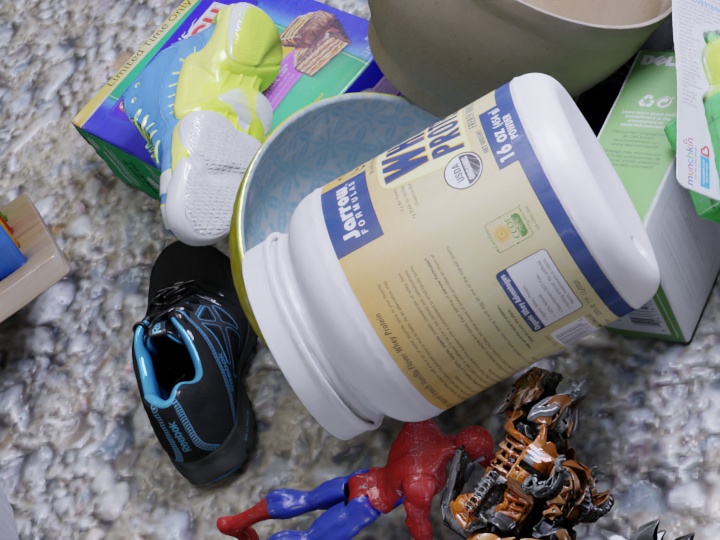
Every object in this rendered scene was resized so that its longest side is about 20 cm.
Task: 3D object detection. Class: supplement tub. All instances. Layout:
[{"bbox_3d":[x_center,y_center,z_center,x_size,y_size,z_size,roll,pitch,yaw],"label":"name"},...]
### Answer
[{"bbox_3d":[0.049,-0.004,1.259,0.200,0.144,0.145,-29,43,12],"label":"supplement tub"}]

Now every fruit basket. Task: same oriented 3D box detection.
[{"bbox_3d":[0.249,-0.110,1.342,0.094,0.185,0.200,-39,44,44],"label":"fruit basket"}]

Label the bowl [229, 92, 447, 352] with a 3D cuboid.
[{"bbox_3d":[0.000,0.000,1.425,0.200,0.200,0.108,-63,10,-29],"label":"bowl"}]

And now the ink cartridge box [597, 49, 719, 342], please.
[{"bbox_3d":[0.195,-0.067,1.393,0.059,0.104,0.200,7,56,33],"label":"ink cartridge box"}]

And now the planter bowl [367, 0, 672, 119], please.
[{"bbox_3d":[0.084,-0.175,1.418,0.200,0.200,0.135,-93,26,-43],"label":"planter bowl"}]

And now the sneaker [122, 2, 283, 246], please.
[{"bbox_3d":[-0.114,-0.087,1.517,0.105,0.076,0.200,-18,40,35],"label":"sneaker"}]

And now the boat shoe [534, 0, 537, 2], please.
[{"bbox_3d":[0.110,-0.151,1.542,0.200,0.064,0.071,-48,31,13],"label":"boat shoe"}]

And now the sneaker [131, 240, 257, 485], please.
[{"bbox_3d":[-0.111,0.041,1.487,0.073,0.082,0.200,-24,43,11],"label":"sneaker"}]

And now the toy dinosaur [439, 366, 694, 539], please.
[{"bbox_3d":[0.104,0.159,1.244,0.135,0.200,0.102,11,15,22],"label":"toy dinosaur"}]

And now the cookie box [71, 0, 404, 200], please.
[{"bbox_3d":[-0.078,-0.115,1.612,0.200,0.075,0.171,26,69,43],"label":"cookie box"}]

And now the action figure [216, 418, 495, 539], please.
[{"bbox_3d":[0.016,0.146,1.344,0.200,0.099,0.065,-32,41,34],"label":"action figure"}]

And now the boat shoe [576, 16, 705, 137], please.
[{"bbox_3d":[0.174,-0.110,1.478,0.069,0.057,0.200,3,54,31],"label":"boat shoe"}]

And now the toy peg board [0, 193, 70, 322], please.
[{"bbox_3d":[-0.322,-0.001,1.582,0.200,0.098,0.199,-36,19,-4],"label":"toy peg board"}]

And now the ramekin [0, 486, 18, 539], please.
[{"bbox_3d":[-0.310,0.180,1.444,0.202,0.094,0.203,-9,60,16],"label":"ramekin"}]
